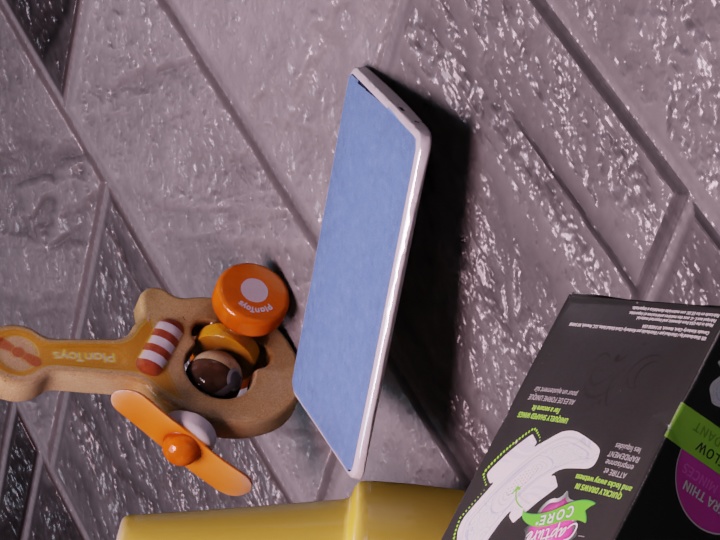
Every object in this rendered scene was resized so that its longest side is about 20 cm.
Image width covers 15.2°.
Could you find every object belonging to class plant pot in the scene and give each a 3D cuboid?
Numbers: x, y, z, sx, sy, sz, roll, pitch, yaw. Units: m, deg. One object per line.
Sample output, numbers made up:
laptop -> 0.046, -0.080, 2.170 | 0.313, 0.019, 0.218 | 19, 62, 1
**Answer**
plant pot -> -0.043, 0.205, 1.447 | 0.201, 0.188, 0.201 | -172, 90, -89

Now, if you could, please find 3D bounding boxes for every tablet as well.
tablet -> 0.000, 0.000, 1.481 | 0.130, 0.014, 0.201 | -129, 46, -63

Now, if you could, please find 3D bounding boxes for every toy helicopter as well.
toy helicopter -> -0.132, 0.067, 1.622 | 0.079, 0.199, 0.133 | 116, 151, -51

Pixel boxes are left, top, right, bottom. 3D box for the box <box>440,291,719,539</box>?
box -> 0.126, 0.132, 1.120 | 0.200, 0.148, 0.124 | -61, 26, -12
